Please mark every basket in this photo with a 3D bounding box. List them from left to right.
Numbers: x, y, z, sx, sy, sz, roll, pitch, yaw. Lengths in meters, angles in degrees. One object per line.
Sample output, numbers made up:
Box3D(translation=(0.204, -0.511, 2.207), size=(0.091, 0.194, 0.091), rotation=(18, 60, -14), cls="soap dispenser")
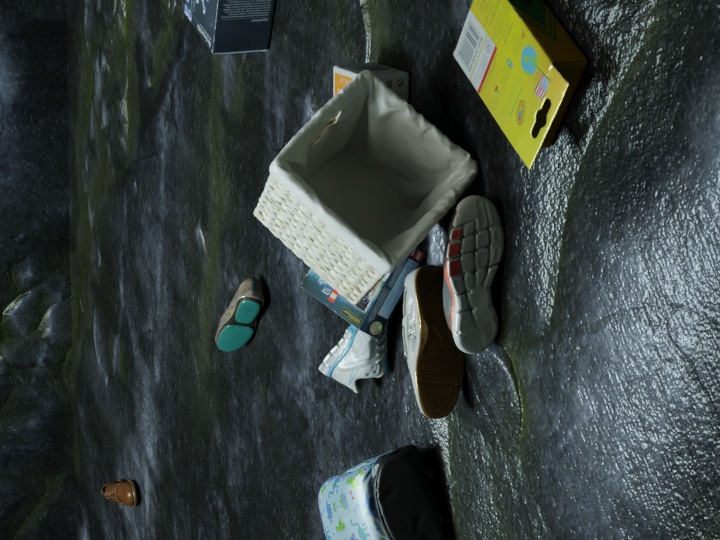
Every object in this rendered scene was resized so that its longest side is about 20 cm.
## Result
Box3D(translation=(0.003, -0.099, 1.572), size=(0.200, 0.198, 0.161), rotation=(40, 153, 3), cls="basket")

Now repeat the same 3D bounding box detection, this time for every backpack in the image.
Box3D(translation=(0.025, 0.342, 1.807), size=(0.200, 0.153, 0.164), rotation=(157, 97, -77), cls="backpack")

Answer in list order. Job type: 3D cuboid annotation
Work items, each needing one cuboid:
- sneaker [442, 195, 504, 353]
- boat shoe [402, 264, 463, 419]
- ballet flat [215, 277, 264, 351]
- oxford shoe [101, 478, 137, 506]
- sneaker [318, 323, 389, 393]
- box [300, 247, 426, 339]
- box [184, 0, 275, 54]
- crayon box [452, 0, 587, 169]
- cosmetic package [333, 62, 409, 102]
Box3D(translation=(0.125, 0.000, 1.552), size=(0.082, 0.076, 0.202), rotation=(-139, 47, -62), cls="sneaker")
Box3D(translation=(0.090, 0.096, 1.662), size=(0.069, 0.070, 0.202), rotation=(164, 106, -65), cls="boat shoe")
Box3D(translation=(-0.220, 0.079, 2.321), size=(0.200, 0.068, 0.068), rotation=(128, 149, -50), cls="ballet flat")
Box3D(translation=(-0.641, 0.597, 3.332), size=(0.200, 0.071, 0.072), rotation=(-13, 84, 63), cls="oxford shoe")
Box3D(translation=(0.017, 0.107, 1.833), size=(0.087, 0.075, 0.200), rotation=(40, 135, 8), cls="sneaker")
Box3D(translation=(0.000, 0.000, 1.776), size=(0.137, 0.038, 0.200), rotation=(-61, 32, 2), cls="box")
Box3D(translation=(-0.213, -0.485, 2.075), size=(0.149, 0.106, 0.201), rotation=(55, 144, 43), cls="box")
Box3D(translation=(0.181, -0.225, 1.391), size=(0.201, 0.050, 0.127), rotation=(64, 149, 34), cls="crayon box")
Box3D(translation=(0.013, -0.180, 1.734), size=(0.101, 0.071, 0.202), rotation=(30, 125, 58), cls="cosmetic package")
